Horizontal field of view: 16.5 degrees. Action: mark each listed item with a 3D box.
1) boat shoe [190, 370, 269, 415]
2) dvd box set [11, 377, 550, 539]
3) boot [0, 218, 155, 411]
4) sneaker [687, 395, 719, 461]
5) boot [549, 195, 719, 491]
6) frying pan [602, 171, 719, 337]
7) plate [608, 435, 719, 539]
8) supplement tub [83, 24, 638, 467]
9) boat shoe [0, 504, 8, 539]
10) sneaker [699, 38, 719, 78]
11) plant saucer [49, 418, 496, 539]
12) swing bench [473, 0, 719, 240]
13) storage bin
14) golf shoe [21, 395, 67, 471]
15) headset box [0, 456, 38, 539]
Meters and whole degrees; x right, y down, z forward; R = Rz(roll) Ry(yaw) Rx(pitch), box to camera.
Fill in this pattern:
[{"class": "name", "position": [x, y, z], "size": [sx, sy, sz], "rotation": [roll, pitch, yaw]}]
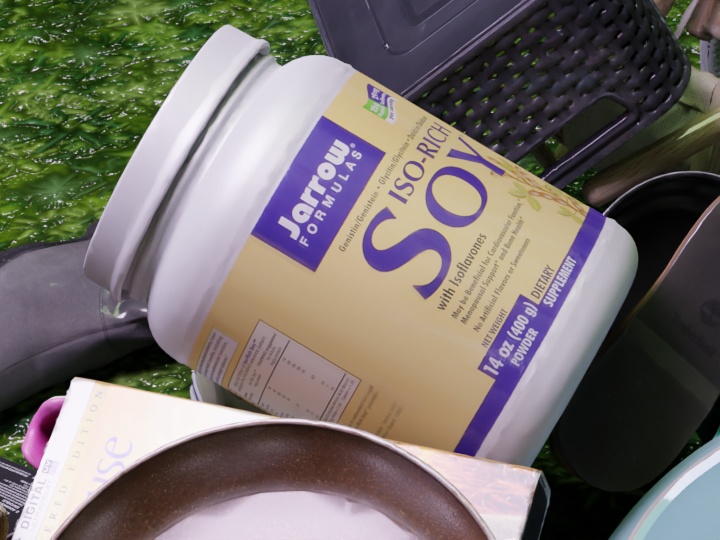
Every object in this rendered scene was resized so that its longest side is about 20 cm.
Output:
[{"class": "boat shoe", "position": [-0.035, 0.075, 1.115], "size": [0.072, 0.062, 0.200], "rotation": [-16, 29, -20]}, {"class": "dvd box set", "position": [-0.041, 0.126, 0.948], "size": [0.199, 0.029, 0.147], "rotation": [11, 65, 19]}, {"class": "boot", "position": [-0.107, 0.019, 1.233], "size": [0.131, 0.070, 0.200], "rotation": [10, 32, 33]}, {"class": "sneaker", "position": [0.188, 0.057, 1.096], "size": [0.079, 0.078, 0.200], "rotation": [-6, 22, 28]}, {"class": "boot", "position": [0.155, 0.013, 1.080], "size": [0.200, 0.074, 0.075], "rotation": [-42, 3, -6]}, {"class": "frying pan", "position": [0.112, 0.010, 1.140], "size": [0.189, 0.116, 0.031], "rotation": [2, 6, -17]}, {"class": "plate", "position": [0.159, 0.111, 0.944], "size": [0.199, 0.026, 0.201], "rotation": [-28, 30, 18]}, {"class": "supplement tub", "position": [0.000, 0.000, 1.043], "size": [0.199, 0.146, 0.146], "rotation": [30, 32, 2]}, {"class": "boat shoe", "position": [-0.172, 0.099, 0.942], "size": [0.074, 0.075, 0.203], "rotation": [16, 24, -17]}, {"class": "sneaker", "position": [0.269, -0.093, 1.377], "size": [0.114, 0.076, 0.200], "rotation": [-13, 32, -14]}, {"class": "plant saucer", "position": [-0.035, 0.152, 0.895], "size": [0.199, 0.032, 0.201], "rotation": [-6, 63, 11]}, {"class": "swing bench", "position": [0.169, -0.102, 1.261], "size": [0.200, 0.130, 0.199], "rotation": [-43, 34, -2]}, {"class": "storage bin", "position": [0.058, -0.126, 1.192], "size": [0.135, 0.094, 0.200], "rotation": [-37, 33, 12]}, {"class": "golf shoe", "position": [-0.067, 0.101, 1.028], "size": [0.091, 0.076, 0.199], "rotation": [25, -5, -42]}, {"class": "headset box", "position": [-0.227, 0.142, 1.007], "size": [0.148, 0.078, 0.200], "rotation": [16, 35, 37]}]
